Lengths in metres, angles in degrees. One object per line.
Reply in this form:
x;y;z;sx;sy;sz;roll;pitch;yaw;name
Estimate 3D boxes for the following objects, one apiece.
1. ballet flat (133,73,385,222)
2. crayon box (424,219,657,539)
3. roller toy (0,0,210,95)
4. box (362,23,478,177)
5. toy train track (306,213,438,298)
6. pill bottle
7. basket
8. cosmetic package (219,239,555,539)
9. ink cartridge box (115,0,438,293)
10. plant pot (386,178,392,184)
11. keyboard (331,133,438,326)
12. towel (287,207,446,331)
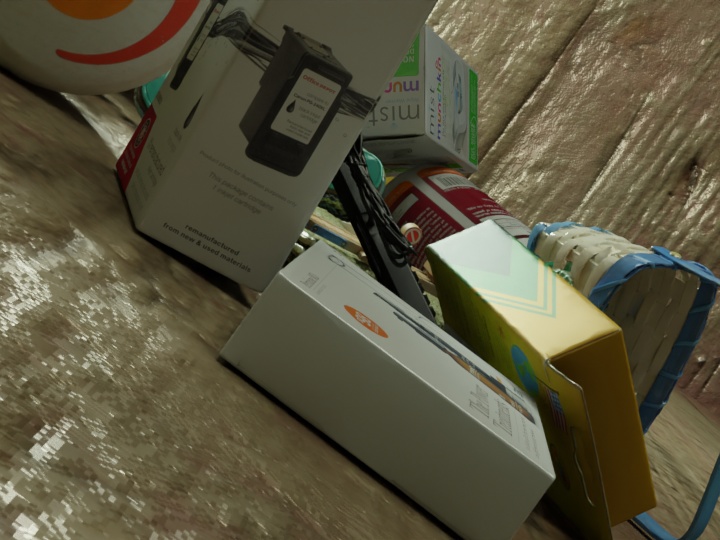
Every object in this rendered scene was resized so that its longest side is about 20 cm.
-0.080;-0.086;1.171;0.200;0.074;0.074;25;7;-4;ballet flat
0.110;0.066;0.909;0.200;0.051;0.127;-131;-158;-58;crayon box
-0.186;-0.215;1.003;0.140;0.200;0.183;47;-22;56;roller toy
-0.017;-0.133;1.300;0.199;0.097;0.176;-1;-7;19;box
-0.009;-0.033;1.030;0.200;0.033;0.115;27;13;-32;toy train track
0.095;0.006;1.246;0.113;0.113;0.200;31;10;-46;pill bottle
0.184;0.068;1.065;0.200;0.177;0.139;33;19;37;basket
0.018;0.054;0.761;0.151;0.052;0.200;35;6;0;cosmetic package
-0.047;-0.108;0.855;0.083;0.200;0.145;28;9;-19;ink cartridge box
0.050;-0.235;2.417;0.201;0.189;0.201;36;7;-5;plant pot
0.012;-0.026;0.931;0.127;0.021;0.200;83;-18;-71;keyboard
0.000;0.000;1.115;0.200;0.037;0.148;31;9;-43;towel
